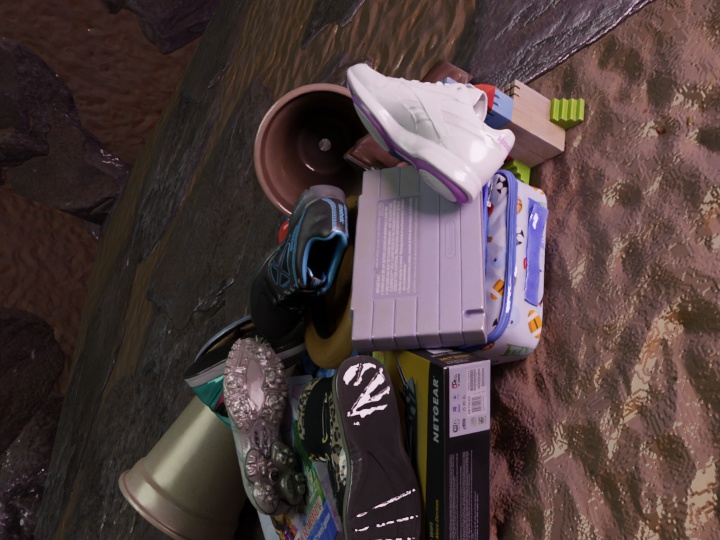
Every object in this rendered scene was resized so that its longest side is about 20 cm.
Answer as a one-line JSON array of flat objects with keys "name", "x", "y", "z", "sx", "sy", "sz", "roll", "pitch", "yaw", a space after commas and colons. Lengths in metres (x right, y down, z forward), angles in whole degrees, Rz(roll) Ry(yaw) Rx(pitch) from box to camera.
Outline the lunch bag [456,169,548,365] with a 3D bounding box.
[{"name": "lunch bag", "x": 0.123, "y": -0.002, "z": 0.797, "sx": 0.159, "sy": 0.075, "sz": 0.203, "roll": -26, "pitch": 50, "yaw": 51}]

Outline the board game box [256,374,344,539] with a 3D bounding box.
[{"name": "board game box", "x": -0.070, "y": 0.266, "z": 0.904, "sx": 0.201, "sy": 0.040, "sz": 0.202, "roll": 62, "pitch": 142, "yaw": 41}]

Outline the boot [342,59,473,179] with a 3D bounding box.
[{"name": "boot", "x": 0.070, "y": -0.188, "z": 0.970, "sx": 0.199, "sy": 0.064, "sz": 0.187, "roll": -41, "pitch": 22, "yaw": 3}]

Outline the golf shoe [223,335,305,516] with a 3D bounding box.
[{"name": "golf shoe", "x": -0.122, "y": 0.180, "z": 0.885, "sx": 0.097, "sy": 0.077, "sz": 0.203, "roll": 130, "pitch": 134, "yaw": -58}]

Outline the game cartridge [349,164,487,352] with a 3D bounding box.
[{"name": "game cartridge", "x": 0.056, "y": -0.018, "z": 0.743, "sx": 0.127, "sy": 0.039, "sz": 0.203, "roll": -8, "pitch": 55, "yaw": 18}]

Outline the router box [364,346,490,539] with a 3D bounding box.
[{"name": "router box", "x": 0.060, "y": 0.168, "z": 0.734, "sx": 0.157, "sy": 0.051, "sz": 0.204, "roll": -166, "pitch": 73, "yaw": -64}]

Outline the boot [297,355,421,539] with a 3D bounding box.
[{"name": "boot", "x": -0.008, "y": 0.192, "z": 0.746, "sx": 0.154, "sy": 0.072, "sz": 0.208, "roll": 150, "pitch": 114, "yaw": -68}]

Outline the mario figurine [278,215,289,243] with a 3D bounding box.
[{"name": "mario figurine", "x": -0.076, "y": -0.059, "z": 1.243, "sx": 0.201, "sy": 0.104, "sz": 0.125, "roll": -100, "pitch": 3, "yaw": -62}]

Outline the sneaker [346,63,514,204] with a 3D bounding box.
[{"name": "sneaker", "x": 0.067, "y": -0.151, "z": 0.763, "sx": 0.100, "sy": 0.075, "sz": 0.200, "roll": -44, "pitch": 64, "yaw": -2}]

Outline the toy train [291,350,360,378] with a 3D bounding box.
[{"name": "toy train", "x": -0.028, "y": 0.166, "z": 0.957, "sx": 0.200, "sy": 0.085, "sz": 0.116, "roll": 47, "pitch": 122, "yaw": 59}]

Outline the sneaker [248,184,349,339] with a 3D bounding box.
[{"name": "sneaker", "x": -0.069, "y": 0.006, "z": 0.835, "sx": 0.083, "sy": 0.072, "sz": 0.202, "roll": -109, "pitch": 37, "yaw": -49}]

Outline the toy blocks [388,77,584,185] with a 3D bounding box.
[{"name": "toy blocks", "x": 0.120, "y": -0.151, "z": 0.836, "sx": 0.199, "sy": 0.135, "sz": 0.102, "roll": -23, "pitch": 51, "yaw": 55}]

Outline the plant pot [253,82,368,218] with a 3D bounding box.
[{"name": "plant pot", "x": -0.057, "y": -0.183, "z": 1.167, "sx": 0.202, "sy": 0.198, "sz": 0.175, "roll": -61, "pitch": 9, "yaw": 14}]

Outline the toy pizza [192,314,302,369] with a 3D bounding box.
[{"name": "toy pizza", "x": -0.142, "y": 0.119, "z": 1.094, "sx": 0.201, "sy": 0.198, "sz": 0.032, "roll": -49, "pitch": 56, "yaw": 34}]

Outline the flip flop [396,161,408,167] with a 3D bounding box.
[{"name": "flip flop", "x": 0.049, "y": -0.122, "z": 1.039, "sx": 0.081, "sy": 0.057, "sz": 0.203, "roll": -31, "pitch": 46, "yaw": 51}]

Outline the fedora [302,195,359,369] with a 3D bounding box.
[{"name": "fedora", "x": -0.001, "y": 0.018, "z": 0.870, "sx": 0.200, "sy": 0.080, "sz": 0.205, "roll": -167, "pitch": 90, "yaw": -68}]

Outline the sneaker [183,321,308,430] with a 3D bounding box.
[{"name": "sneaker", "x": -0.121, "y": 0.147, "z": 0.981, "sx": 0.198, "sy": 0.122, "sz": 0.084, "roll": -21, "pitch": 21, "yaw": 29}]

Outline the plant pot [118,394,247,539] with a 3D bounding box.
[{"name": "plant pot", "x": -0.226, "y": 0.280, "z": 1.152, "sx": 0.185, "sy": 0.199, "sz": 0.200, "roll": -58, "pitch": 26, "yaw": -3}]
